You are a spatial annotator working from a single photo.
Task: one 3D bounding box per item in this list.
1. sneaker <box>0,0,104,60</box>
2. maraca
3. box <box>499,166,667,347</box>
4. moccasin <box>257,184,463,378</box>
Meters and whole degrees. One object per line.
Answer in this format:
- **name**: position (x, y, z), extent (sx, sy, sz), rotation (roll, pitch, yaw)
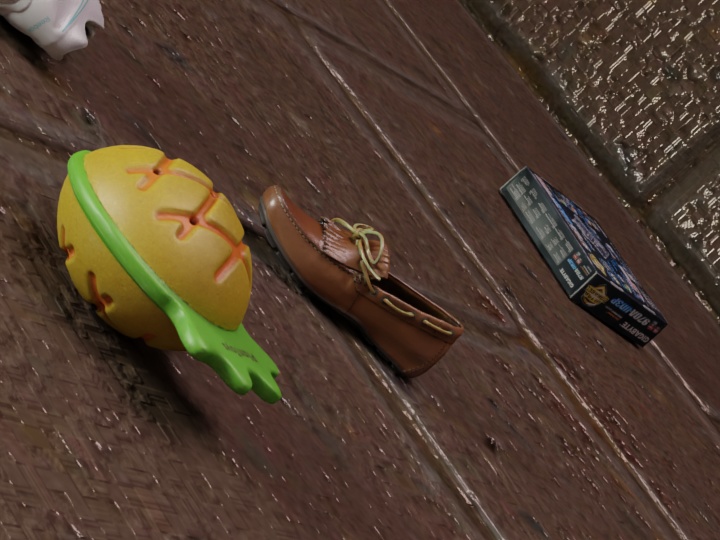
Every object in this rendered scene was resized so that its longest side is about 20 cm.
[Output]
- **sneaker**: position (-0.233, -0.213, 1.813), extent (0.080, 0.070, 0.200), rotation (53, 18, -16)
- **maraca**: position (-0.116, 0.002, 1.460), extent (0.200, 0.107, 0.137), rotation (53, 14, 21)
- **box**: position (0.261, -0.016, 2.747), extent (0.159, 0.046, 0.200), rotation (33, 20, -45)
- **moccasin**: position (0.000, 0.001, 1.866), extent (0.201, 0.078, 0.074), rotation (43, 14, -15)
